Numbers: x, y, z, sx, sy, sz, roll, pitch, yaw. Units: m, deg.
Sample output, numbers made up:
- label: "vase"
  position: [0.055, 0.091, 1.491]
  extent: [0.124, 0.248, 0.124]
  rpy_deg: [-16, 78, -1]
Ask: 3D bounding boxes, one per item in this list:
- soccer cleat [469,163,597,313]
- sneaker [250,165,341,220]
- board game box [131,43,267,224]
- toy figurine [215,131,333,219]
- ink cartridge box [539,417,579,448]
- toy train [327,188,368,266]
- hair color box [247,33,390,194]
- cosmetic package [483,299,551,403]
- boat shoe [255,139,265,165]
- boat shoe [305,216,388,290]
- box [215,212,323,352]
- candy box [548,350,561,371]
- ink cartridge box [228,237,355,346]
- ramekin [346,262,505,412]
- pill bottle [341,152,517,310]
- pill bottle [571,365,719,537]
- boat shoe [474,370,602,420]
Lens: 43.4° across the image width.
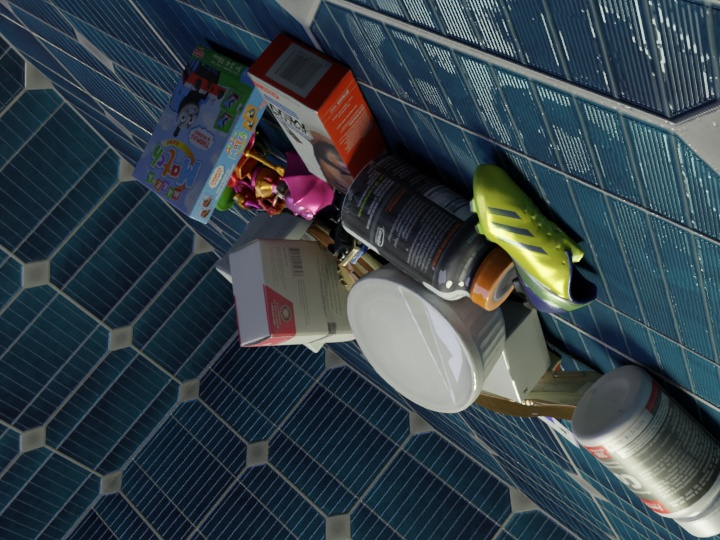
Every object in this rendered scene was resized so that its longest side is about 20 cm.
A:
- label: "soccer cleat"
  position: [0.170, -0.033, 0.878]
  extent: [0.083, 0.065, 0.200]
  rpy_deg: [-7, 136, 35]
- label: "sneaker"
  position: [-0.105, -0.106, 1.392]
  extent: [0.199, 0.076, 0.088]
  rpy_deg: [10, 161, 35]
- label: "board game box"
  position: [-0.206, -0.181, 1.179]
  extent: [0.151, 0.201, 0.036]
  rpy_deg: [31, -174, 40]
- label: "toy figurine"
  position: [-0.121, -0.127, 1.276]
  extent: [0.183, 0.150, 0.201]
  rpy_deg: [27, 145, 19]
- label: "ink cartridge box"
  position: [0.277, 0.202, 1.464]
  extent: [0.200, 0.043, 0.198]
  rpy_deg: [37, 176, 22]
- label: "toy train"
  position: [-0.010, -0.070, 1.119]
  extent: [0.046, 0.034, 0.201]
  rpy_deg: [31, -147, -18]
- label: "hair color box"
  position: [-0.037, -0.163, 1.023]
  extent: [0.111, 0.064, 0.200]
  rpy_deg: [33, 169, 30]
- label: "cosmetic package"
  position: [0.145, 0.091, 1.223]
  extent: [0.199, 0.085, 0.108]
  rpy_deg: [14, 137, 42]
- label: "boat shoe"
  position: [-0.189, -0.191, 1.416]
  extent: [0.060, 0.072, 0.200]
  rpy_deg: [58, 179, 15]
- label: "boat shoe"
  position: [0.000, 0.000, 1.337]
  extent: [0.199, 0.074, 0.076]
  rpy_deg: [36, -167, -2]
- label: "box"
  position: [-0.100, -0.007, 1.547]
  extent: [0.200, 0.199, 0.130]
  rpy_deg: [46, 169, -34]
- label: "candy box"
  position: [0.200, 0.107, 1.342]
  extent: [0.200, 0.055, 0.116]
  rpy_deg: [37, 169, 19]
- label: "ink cartridge box"
  position: [-0.087, 0.035, 1.361]
  extent: [0.199, 0.148, 0.083]
  rpy_deg: [2, 164, -43]
- label: "ramekin"
  position: [0.087, 0.067, 1.103]
  extent: [0.202, 0.094, 0.203]
  rpy_deg: [33, 144, 28]
- label: "pill bottle"
  position: [0.082, -0.038, 0.997]
  extent: [0.200, 0.106, 0.106]
  rpy_deg: [36, 169, 25]
- label: "pill bottle"
  position: [0.355, 0.216, 1.067]
  extent: [0.200, 0.114, 0.114]
  rpy_deg: [42, 170, -11]
- label: "boat shoe"
  position: [0.231, 0.159, 1.232]
  extent: [0.199, 0.065, 0.072]
  rpy_deg: [1, 152, 32]
